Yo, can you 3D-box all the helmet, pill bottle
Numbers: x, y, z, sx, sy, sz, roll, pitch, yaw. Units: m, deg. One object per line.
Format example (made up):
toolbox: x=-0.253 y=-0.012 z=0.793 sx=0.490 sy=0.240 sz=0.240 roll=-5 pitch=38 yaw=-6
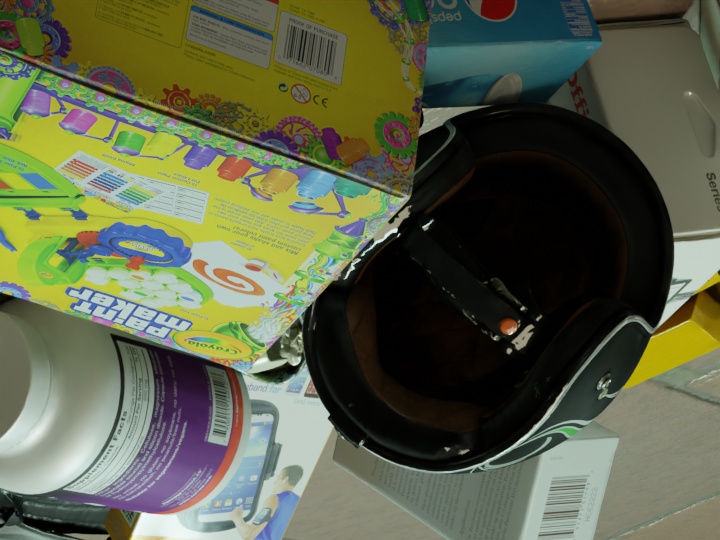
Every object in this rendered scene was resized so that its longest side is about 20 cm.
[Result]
helmet: x=0.070 y=0.010 z=1.241 sx=0.199 sy=0.201 sz=0.191 roll=-28 pitch=-177 yaw=26
pill bottle: x=-0.157 y=0.077 z=1.309 sx=0.112 sy=0.113 sz=0.200 roll=-27 pitch=157 yaw=24

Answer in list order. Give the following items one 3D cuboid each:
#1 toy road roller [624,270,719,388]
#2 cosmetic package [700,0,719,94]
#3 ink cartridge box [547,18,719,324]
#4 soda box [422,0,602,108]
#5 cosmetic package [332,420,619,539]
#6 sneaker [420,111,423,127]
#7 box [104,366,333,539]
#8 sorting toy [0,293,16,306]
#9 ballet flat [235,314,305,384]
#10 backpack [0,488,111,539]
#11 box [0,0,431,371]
toy road roller: x=0.197 y=-0.024 z=1.534 sx=0.199 sy=0.123 sz=0.146 roll=-29 pitch=142 yaw=26
cosmetic package: x=0.262 y=-0.123 z=1.366 sx=0.103 sy=0.088 sz=0.200 roll=-17 pitch=159 yaw=3
ink cartridge box: x=0.146 y=-0.041 z=1.401 sx=0.084 sy=0.146 sz=0.200 roll=-6 pitch=156 yaw=-24
soda box: x=0.023 y=-0.127 z=1.205 sx=0.199 sy=0.064 sz=0.068 roll=-4 pitch=156 yaw=-29
cosmetic package: x=0.073 y=0.120 z=1.530 sx=0.071 sy=0.200 sz=0.102 roll=0 pitch=110 yaw=-39
sneaker: x=-0.027 y=-0.045 z=1.359 sx=0.079 sy=0.072 sz=0.200 roll=-1 pitch=153 yaw=-27
box: x=-0.079 y=0.103 z=1.504 sx=0.119 sy=0.042 sz=0.201 roll=8 pitch=119 yaw=-34
sorting toy: x=-0.185 y=-0.016 z=1.312 sx=0.199 sy=0.070 sz=0.199 roll=-4 pitch=156 yaw=-29
ballet flat: x=-0.066 y=0.016 z=1.292 sx=0.074 sy=0.075 sz=0.200 roll=-20 pitch=158 yaw=8
backpack: x=-0.193 y=0.121 z=1.571 sx=0.199 sy=0.127 sz=0.167 roll=3 pitch=139 yaw=-40
box: x=-0.100 y=-0.069 z=1.075 sx=0.199 sy=0.123 sz=0.193 roll=19 pitch=146 yaw=-19
